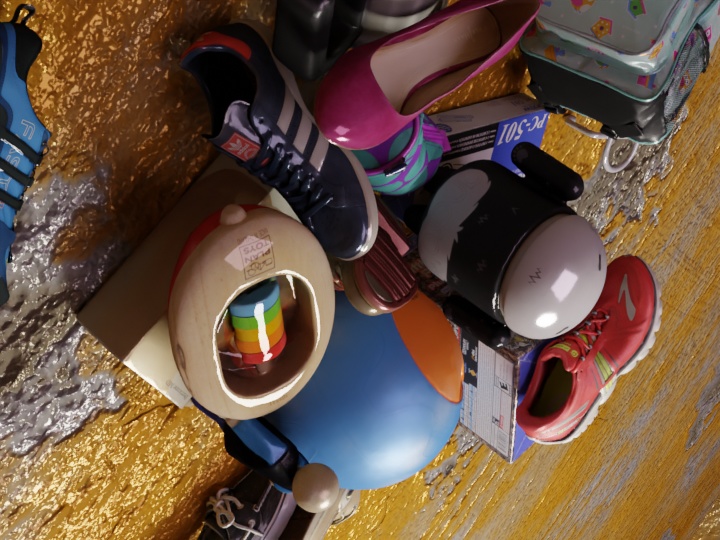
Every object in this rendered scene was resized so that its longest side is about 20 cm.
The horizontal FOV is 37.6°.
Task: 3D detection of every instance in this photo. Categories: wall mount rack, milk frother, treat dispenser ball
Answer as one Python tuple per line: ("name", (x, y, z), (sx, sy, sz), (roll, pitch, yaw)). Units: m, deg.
("wall mount rack", (0.324, -0.222, 1.247), (0.172, 0.074, 0.202), (-7, 123, -44))
("milk frother", (-0.027, -0.261, 0.741), (0.179, 0.201, 0.188), (-34, 174, -10))
("treat dispenser ball", (-0.001, 0.102, 0.991), (0.200, 0.200, 0.203), (-31, 138, -32))

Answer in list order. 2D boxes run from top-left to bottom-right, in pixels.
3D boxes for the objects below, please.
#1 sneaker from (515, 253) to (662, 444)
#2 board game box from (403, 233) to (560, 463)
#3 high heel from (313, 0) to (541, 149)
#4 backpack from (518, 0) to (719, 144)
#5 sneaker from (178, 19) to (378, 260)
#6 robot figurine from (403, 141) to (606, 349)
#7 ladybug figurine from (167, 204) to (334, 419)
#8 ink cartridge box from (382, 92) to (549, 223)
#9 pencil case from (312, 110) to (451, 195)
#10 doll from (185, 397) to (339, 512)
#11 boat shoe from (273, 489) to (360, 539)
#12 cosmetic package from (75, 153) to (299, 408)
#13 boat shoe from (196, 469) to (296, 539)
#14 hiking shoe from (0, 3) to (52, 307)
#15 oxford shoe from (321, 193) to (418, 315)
("sneaker", (0.213, 0.076, 0.993), (0.084, 0.077, 0.202), (19, 101, -50))
("board game box", (0.118, 0.071, 1.111), (0.096, 0.199, 0.161), (-33, 140, -29))
("high heel", (0.050, -0.145, 0.739), (0.199, 0.095, 0.068), (-32, 97, -46))
("backpack", (0.270, -0.256, 1.058), (0.201, 0.175, 0.154), (-51, 148, -18))
("sneaker", (-0.065, -0.088, 0.777), (0.075, 0.201, 0.084), (-37, 175, 37))
("robot figurine", (0.134, -0.024, 0.978), (0.124, 0.199, 0.152), (-36, 142, -24))
("ladybug figurine", (-0.087, 0.026, 0.801), (0.134, 0.072, 0.202), (-23, 136, -24))
("ink cartridge box", (0.111, -0.118, 1.088), (0.198, 0.044, 0.095), (-21, 134, -41))
("pencil case", (0.022, -0.111, 0.889), (0.091, 0.086, 0.200), (-18, 177, 9))
("doll", (-0.094, 0.141, 0.908), (0.048, 0.199, 0.137), (-44, 144, -16))
("boat shoe", (-0.028, 0.234, 1.117), (0.065, 0.072, 0.201), (46, 45, -20))
("cosmetic package", (-0.124, 0.002, 0.872), (0.201, 0.071, 0.105), (-51, 146, -8))
("boat shoe", (-0.130, 0.258, 1.077), (0.068, 0.073, 0.201), (38, 80, -36))
("hiking shoe", (-0.234, -0.062, 0.682), (0.086, 0.074, 0.202), (-23, 134, -37))
("oxford shoe", (0.000, 0.000, 0.882), (0.074, 0.071, 0.200), (-37, -168, 14))
